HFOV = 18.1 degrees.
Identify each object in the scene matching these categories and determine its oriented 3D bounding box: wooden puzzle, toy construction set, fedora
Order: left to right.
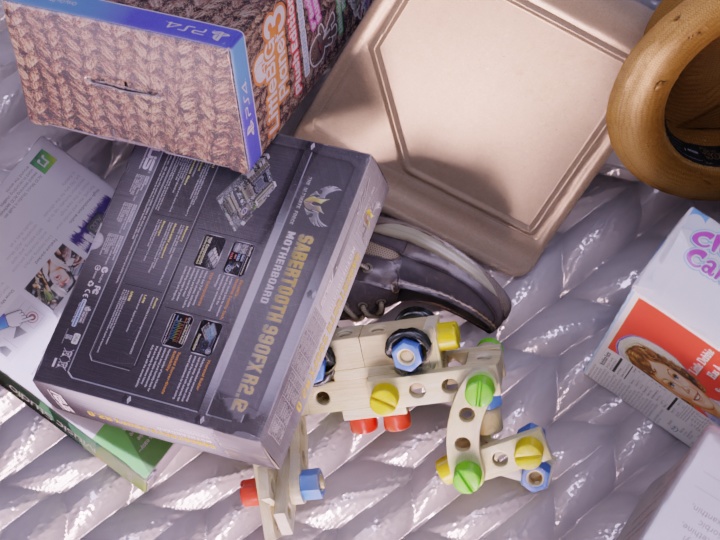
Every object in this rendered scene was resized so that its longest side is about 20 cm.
[{"bbox_3d":[0.017,0.096,1.416,0.200,0.092,0.131,-13,110,-2],"label":"toy construction set"},{"bbox_3d":[0.078,-0.114,1.448,0.185,0.037,0.200,26,114,-13],"label":"wooden puzzle"},{"bbox_3d":[0.237,-0.133,1.381,0.200,0.201,0.082,-11,46,-9],"label":"fedora"}]

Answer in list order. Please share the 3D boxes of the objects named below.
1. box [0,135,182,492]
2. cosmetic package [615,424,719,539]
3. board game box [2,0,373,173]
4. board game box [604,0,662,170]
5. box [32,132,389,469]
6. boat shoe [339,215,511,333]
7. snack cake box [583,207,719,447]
[{"bbox_3d":[-0.171,0.027,1.451,0.200,0.036,0.144,36,72,9],"label":"box"},{"bbox_3d":[0.208,0.232,1.342,0.166,0.167,0.200,33,71,6],"label":"cosmetic package"},{"bbox_3d":[-0.101,-0.173,1.434,0.159,0.097,0.200,14,46,21],"label":"board game box"},{"bbox_3d":[0.138,-0.158,1.462,0.200,0.200,0.026,13,46,0],"label":"board game box"},{"bbox_3d":[-0.090,0.007,1.395,0.158,0.048,0.200,13,69,20],"label":"box"},{"bbox_3d":[0.000,0.000,1.462,0.200,0.075,0.073,25,81,13],"label":"boat shoe"},{"bbox_3d":[0.213,0.046,1.388,0.115,0.200,0.067,36,75,7],"label":"snack cake box"}]
